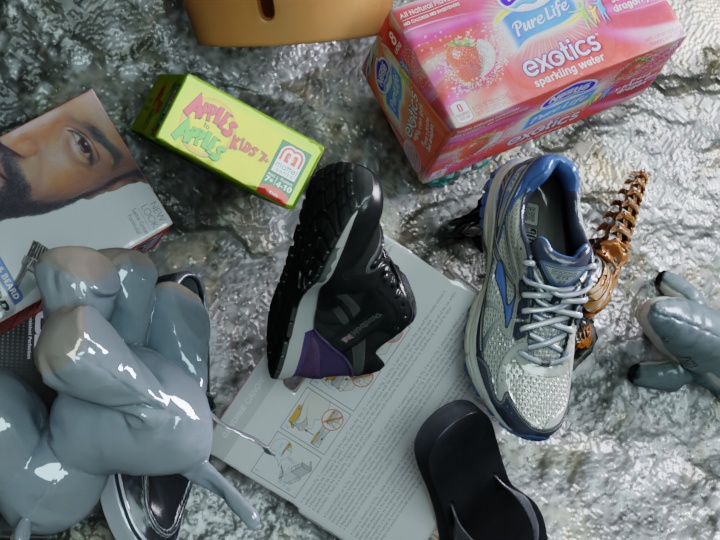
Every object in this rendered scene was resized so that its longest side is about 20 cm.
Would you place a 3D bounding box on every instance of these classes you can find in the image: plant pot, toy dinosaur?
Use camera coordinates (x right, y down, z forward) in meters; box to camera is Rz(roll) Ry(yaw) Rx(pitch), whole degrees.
[{"bbox_3d":[-0.052,-0.233,1.505,0.198,0.200,0.141,-7,101,-18],"label":"plant pot"},{"bbox_3d":[0.140,0.001,1.587,0.136,0.102,0.201,48,53,-21],"label":"toy dinosaur"}]

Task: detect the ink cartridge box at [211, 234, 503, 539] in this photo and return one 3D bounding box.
[{"bbox_3d":[0.012,0.086,1.505,0.176,0.045,0.201,34,96,-11],"label":"ink cartridge box"}]

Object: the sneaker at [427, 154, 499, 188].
[{"bbox_3d":[0.097,-0.142,1.596,0.091,0.078,0.200,46,64,2],"label":"sneaker"}]

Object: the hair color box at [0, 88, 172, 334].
[{"bbox_3d":[-0.240,-0.023,1.425,0.199,0.064,0.111,-31,87,-23],"label":"hair color box"}]

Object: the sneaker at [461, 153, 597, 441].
[{"bbox_3d":[0.119,0.013,1.448,0.076,0.085,0.202,4,76,-21],"label":"sneaker"}]

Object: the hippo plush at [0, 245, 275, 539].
[{"bbox_3d":[-0.177,0.091,1.388,0.160,0.160,0.200,-35,112,24],"label":"hippo plush"}]

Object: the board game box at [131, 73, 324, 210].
[{"bbox_3d":[-0.094,-0.090,1.450,0.101,0.200,0.048,28,89,-12],"label":"board game box"}]

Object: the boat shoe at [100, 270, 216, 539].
[{"bbox_3d":[-0.131,0.097,1.460,0.072,0.067,0.202,26,57,-45],"label":"boat shoe"}]

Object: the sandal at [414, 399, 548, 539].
[{"bbox_3d":[0.088,0.171,1.499,0.076,0.043,0.201,-41,138,-10],"label":"sandal"}]

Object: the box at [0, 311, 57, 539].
[{"bbox_3d":[-0.297,0.081,1.445,0.192,0.047,0.202,5,81,-15],"label":"box"}]

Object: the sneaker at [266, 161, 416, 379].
[{"bbox_3d":[0.000,0.000,1.394,0.087,0.200,0.076,5,54,-14],"label":"sneaker"}]

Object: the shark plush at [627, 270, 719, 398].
[{"bbox_3d":[0.288,0.075,1.611,0.199,0.083,0.091,34,73,-10],"label":"shark plush"}]

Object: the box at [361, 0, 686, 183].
[{"bbox_3d":[0.115,-0.155,1.514,0.199,0.095,0.103,-22,75,-21],"label":"box"}]
